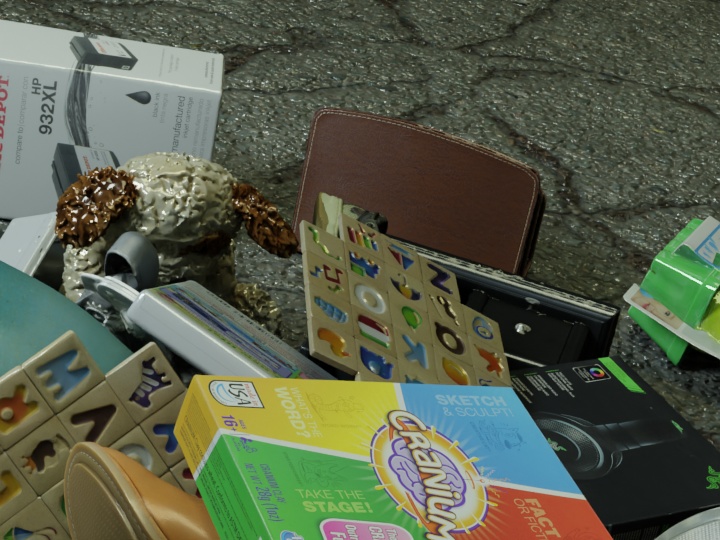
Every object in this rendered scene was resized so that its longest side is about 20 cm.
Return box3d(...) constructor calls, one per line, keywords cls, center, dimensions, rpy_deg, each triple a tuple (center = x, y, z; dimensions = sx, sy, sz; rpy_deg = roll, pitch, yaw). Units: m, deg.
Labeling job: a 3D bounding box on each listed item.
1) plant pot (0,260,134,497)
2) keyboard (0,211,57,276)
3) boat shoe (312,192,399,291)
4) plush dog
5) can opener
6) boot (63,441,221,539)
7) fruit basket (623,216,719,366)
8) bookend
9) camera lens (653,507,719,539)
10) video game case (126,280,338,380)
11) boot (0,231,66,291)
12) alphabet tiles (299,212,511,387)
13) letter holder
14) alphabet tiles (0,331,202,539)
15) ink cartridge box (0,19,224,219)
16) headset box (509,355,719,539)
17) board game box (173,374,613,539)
box3d(cls="plant pot", center=(-0.208, 0.099, 1.084), dimensions=(0.187, 0.201, 0.201), rpy_deg=(23, 26, -9))
box3d(cls="keyboard", center=(-0.265, 0.032, 1.261), dimensions=(0.056, 0.011, 0.201), rpy_deg=(-12, 39, 37))
box3d(cls="boat shoe", center=(0.000, 0.001, 1.265), dimensions=(0.065, 0.072, 0.201), rpy_deg=(1, 24, -5))
box3d(cls="plush dog", center=(-0.143, -0.024, 1.299), dimensions=(0.198, 0.172, 0.162), rpy_deg=(0, 64, -25))
box3d(cls="can opener", center=(-0.134, 0.051, 1.182), dimensions=(0.053, 0.201, 0.067), rpy_deg=(22, 62, 20))
box3d(cls="boot", center=(-0.049, 0.142, 0.950), dimensions=(0.154, 0.077, 0.199), rpy_deg=(-15, 36, -42))
box3d(cls="fruit basket", center=(0.334, 0.037, 1.509), dimensions=(0.199, 0.094, 0.185), rpy_deg=(27, 31, 19))
box3d(cls="bookend", center=(0.068, 0.078, 1.324), dimensions=(0.197, 0.093, 0.200), rpy_deg=(18, 29, 11))
box3d(cls="camera lens", center=(0.223, 0.240, 1.011), dimensions=(0.158, 0.161, 0.200), rpy_deg=(12, 28, 1))
box3d(cls="video game case", center=(-0.040, 0.072, 1.091), dimensions=(0.199, 0.022, 0.182), rpy_deg=(35, 3, 2))
box3d(cls="boot", center=(-0.259, -0.026, 1.415), dimensions=(0.199, 0.066, 0.165), rpy_deg=(-21, 51, -42))
box3d(cls="alphabet tiles", center=(0.033, 0.044, 1.175), dimensions=(0.166, 0.006, 0.201), rpy_deg=(28, 30, -24))
box3d(cls="letter holder", center=(0.055, -0.071, 1.541), dimensions=(0.198, 0.143, 0.101), rpy_deg=(17, 28, 10))
box3d(cls="alphabet tiles", center=(-0.169, 0.137, 1.002), dimensions=(0.199, 0.167, 0.006), rpy_deg=(-36, 23, -9))
box3d(cls="ink cartridge box", center=(-0.220, -0.113, 1.508), dimensions=(0.198, 0.146, 0.084), rpy_deg=(8, 28, -7))
box3d(cls="headset box", center=(0.145, 0.149, 1.223), dimensions=(0.198, 0.094, 0.174), rpy_deg=(-5, 33, -30))
box3d(cls="board game box", center=(0.021, 0.118, 0.930), dimensions=(0.198, 0.041, 0.153), rpy_deg=(4, 34, -30))
